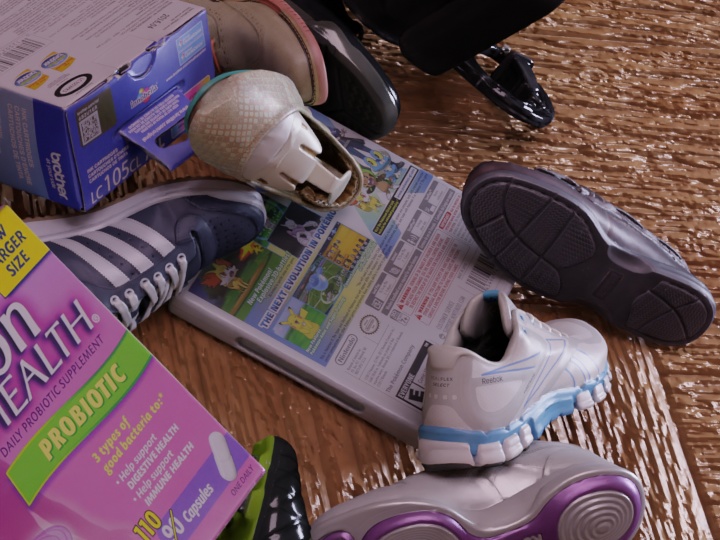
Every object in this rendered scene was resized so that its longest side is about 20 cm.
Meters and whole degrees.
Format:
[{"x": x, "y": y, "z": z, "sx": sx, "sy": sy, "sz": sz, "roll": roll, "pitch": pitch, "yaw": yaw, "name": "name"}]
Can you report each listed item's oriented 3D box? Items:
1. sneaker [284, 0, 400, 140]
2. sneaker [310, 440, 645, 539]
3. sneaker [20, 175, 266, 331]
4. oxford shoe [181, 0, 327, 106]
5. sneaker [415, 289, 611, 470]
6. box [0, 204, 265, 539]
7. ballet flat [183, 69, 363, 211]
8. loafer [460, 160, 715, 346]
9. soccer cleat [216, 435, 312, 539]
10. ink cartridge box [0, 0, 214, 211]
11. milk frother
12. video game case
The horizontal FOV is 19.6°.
[{"x": -0.025, "y": -0.178, "z": 1.419, "sx": 0.114, "sy": 0.076, "sz": 0.199, "roll": -33, "pitch": 65, "yaw": -32, "name": "sneaker"}, {"x": 0.059, "y": 0.145, "z": 1.207, "sx": 0.200, "sy": 0.075, "sz": 0.100, "roll": -8, "pitch": 19, "yaw": -15, "name": "sneaker"}, {"x": -0.137, "y": 0.015, "z": 1.207, "sx": 0.200, "sy": 0.070, "sz": 0.109, "roll": -13, "pitch": 55, "yaw": -18, "name": "sneaker"}, {"x": -0.093, "y": -0.139, "z": 1.330, "sx": 0.074, "sy": 0.071, "sz": 0.200, "roll": -23, "pitch": 28, "yaw": -28, "name": "oxford shoe"}, {"x": 0.095, "y": 0.048, "z": 1.244, "sx": 0.075, "sy": 0.087, "sz": 0.200, "roll": 0, "pitch": 15, "yaw": 27, "name": "sneaker"}, {"x": -0.180, "y": 0.103, "z": 1.058, "sx": 0.200, "sy": 0.097, "sz": 0.176, "roll": 46, "pitch": 47, "yaw": -9, "name": "box"}, {"x": -0.041, "y": -0.073, "z": 1.239, "sx": 0.062, "sy": 0.067, "sz": 0.200, "roll": 38, "pitch": 7, "yaw": 16, "name": "ballet flat"}, {"x": 0.144, "y": -0.017, "z": 1.357, "sx": 0.200, "sy": 0.072, "sz": 0.063, "roll": 30, "pitch": 29, "yaw": -23, "name": "loafer"}, {"x": -0.043, "y": 0.185, "z": 1.126, "sx": 0.081, "sy": 0.068, "sz": 0.200, "roll": 17, "pitch": 54, "yaw": -21, "name": "soccer cleat"}, {"x": -0.180, "y": -0.113, "z": 1.246, "sx": 0.200, "sy": 0.076, "sz": 0.136, "roll": 18, "pitch": 41, "yaw": 30, "name": "ink cartridge box"}, {"x": 0.107, "y": -0.209, "z": 1.387, "sx": 0.200, "sy": 0.188, "sz": 0.181, "roll": 12, "pitch": 55, "yaw": -50, "name": "milk frother"}, {"x": 0.000, "y": 0.000, "z": 1.321, "sx": 0.182, "sy": 0.022, "sz": 0.200, "roll": 29, "pitch": 48, "yaw": 1, "name": "video game case"}]
